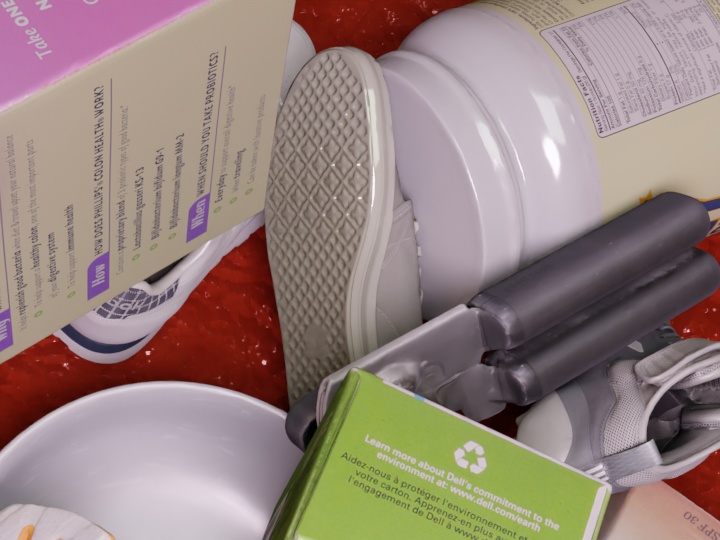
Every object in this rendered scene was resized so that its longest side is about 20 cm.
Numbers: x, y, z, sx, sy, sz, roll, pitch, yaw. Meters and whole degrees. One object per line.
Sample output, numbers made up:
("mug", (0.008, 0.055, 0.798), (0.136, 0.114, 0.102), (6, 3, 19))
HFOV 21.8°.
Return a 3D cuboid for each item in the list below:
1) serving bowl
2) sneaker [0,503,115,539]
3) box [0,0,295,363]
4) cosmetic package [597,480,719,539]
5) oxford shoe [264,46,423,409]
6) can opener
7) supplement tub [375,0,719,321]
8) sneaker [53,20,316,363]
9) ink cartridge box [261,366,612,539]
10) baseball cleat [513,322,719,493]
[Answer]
("serving bowl", (-0.081, 0.151, 0.771), (0.200, 0.066, 0.201), (8, 66, -19))
("sneaker", (-0.078, 0.168, 0.690), (0.078, 0.077, 0.200), (-43, 69, -6))
("box", (-0.135, -0.054, 0.692), (0.200, 0.176, 0.097), (-32, 70, -22))
("cosmetic package", (0.101, 0.200, 0.810), (0.103, 0.087, 0.200), (35, 61, -6))
("oxford shoe", (0.000, 0.000, 0.835), (0.058, 0.075, 0.201), (-12, 102, -40))
("can opener", (0.059, 0.024, 0.792), (0.200, 0.067, 0.053), (-28, 117, -22))
("supplement tub", (0.100, -0.066, 0.884), (0.200, 0.145, 0.145), (-22, 79, -27))
("sneaker", (-0.069, -0.047, 0.848), (0.076, 0.081, 0.200), (32, 60, -5))
("ink cartridge box", (0.059, 0.135, 0.695), (0.200, 0.148, 0.076), (24, 58, -2))
("baseball cleat", (0.134, 0.051, 0.837), (0.070, 0.106, 0.200), (63, 28, -16))
